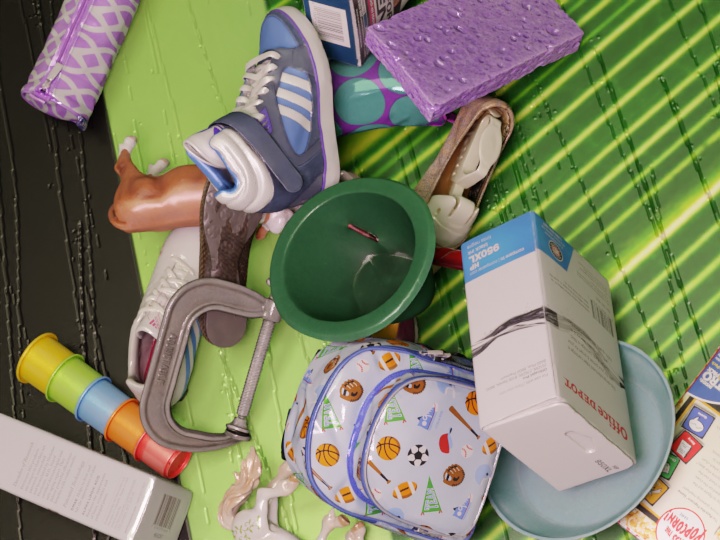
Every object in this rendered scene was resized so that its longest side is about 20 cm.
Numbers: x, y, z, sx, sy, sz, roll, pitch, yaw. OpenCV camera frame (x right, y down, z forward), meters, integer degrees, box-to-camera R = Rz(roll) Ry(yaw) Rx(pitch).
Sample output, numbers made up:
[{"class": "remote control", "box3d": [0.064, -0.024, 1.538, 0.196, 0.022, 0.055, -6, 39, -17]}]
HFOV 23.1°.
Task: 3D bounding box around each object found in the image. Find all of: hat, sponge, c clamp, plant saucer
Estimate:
[{"class": "hat", "box3d": [0.040, 0.021, 1.673, 0.199, 0.176, 0.166, 6, 70, 33]}, {"class": "sponge", "box3d": [0.112, -0.227, 1.726, 0.199, 0.030, 0.112, -28, 65, -28]}, {"class": "c clamp", "box3d": [-0.124, 0.091, 1.725, 0.027, 0.170, 0.201, 29, 98, 65]}, {"class": "plant saucer", "box3d": [0.204, 0.159, 1.609, 0.199, 0.036, 0.201, -21, 51, 28]}]

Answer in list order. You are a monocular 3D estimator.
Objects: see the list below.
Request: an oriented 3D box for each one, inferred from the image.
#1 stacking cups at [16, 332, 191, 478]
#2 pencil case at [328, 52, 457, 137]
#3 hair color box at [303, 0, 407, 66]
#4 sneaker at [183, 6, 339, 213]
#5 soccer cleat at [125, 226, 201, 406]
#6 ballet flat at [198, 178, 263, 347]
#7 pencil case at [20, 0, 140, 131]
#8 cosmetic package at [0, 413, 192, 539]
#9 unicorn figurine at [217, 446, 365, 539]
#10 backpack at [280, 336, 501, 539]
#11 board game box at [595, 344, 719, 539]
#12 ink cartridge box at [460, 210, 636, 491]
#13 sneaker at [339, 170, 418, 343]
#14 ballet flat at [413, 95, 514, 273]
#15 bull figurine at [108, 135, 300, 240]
[{"class": "stacking cups", "box3d": [-0.255, 0.136, 1.773, 0.199, 0.061, 0.061, 31, 85, 22]}, {"class": "pencil case", "box3d": [-0.006, -0.170, 1.772, 0.199, 0.085, 0.093, -12, 108, 13]}, {"class": "hair color box", "box3d": [0.017, -0.309, 1.757, 0.060, 0.100, 0.200, 19, 55, 21]}, {"class": "sneaker", "box3d": [-0.104, -0.153, 1.671, 0.080, 0.146, 0.201, -18, 81, 54]}, {"class": "soccer cleat", "box3d": [-0.188, 0.039, 1.766, 0.069, 0.086, 0.201, 5, 76, 18]}, {"class": "ballet flat", "box3d": [-0.132, -0.024, 1.734, 0.067, 0.046, 0.201, -1, 103, -22]}, {"class": "pencil case", "box3d": [-0.297, -0.254, 1.886, 0.084, 0.085, 0.201, 16, 79, 22]}, {"class": "cosmetic package", "box3d": [-0.278, 0.210, 1.737, 0.199, 0.102, 0.074, 17, 80, 22]}, {"class": "unicorn figurine", "box3d": [-0.066, 0.273, 1.676, 0.138, 0.074, 0.200, -50, 52, 9]}, {"class": "backpack", "box3d": [0.032, 0.151, 1.596, 0.190, 0.154, 0.201, 17, 85, -15]}, {"class": "board game box", "box3d": [0.333, 0.183, 1.585, 0.151, 0.046, 0.200, 38, 88, 23]}, {"class": "ink cartridge box", "box3d": [0.166, 0.073, 1.567, 0.084, 0.144, 0.201, -25, 48, 26]}, {"class": "sneaker", "box3d": [0.000, 0.000, 1.716, 0.075, 0.090, 0.201, -21, 68, 12]}, {"class": "ballet flat", "box3d": [0.095, -0.083, 1.717, 0.067, 0.068, 0.201, 6, 72, 62]}, {"class": "bull figurine", "box3d": [-0.157, -0.085, 1.787, 0.199, 0.065, 0.122, -4, 49, -7]}]
